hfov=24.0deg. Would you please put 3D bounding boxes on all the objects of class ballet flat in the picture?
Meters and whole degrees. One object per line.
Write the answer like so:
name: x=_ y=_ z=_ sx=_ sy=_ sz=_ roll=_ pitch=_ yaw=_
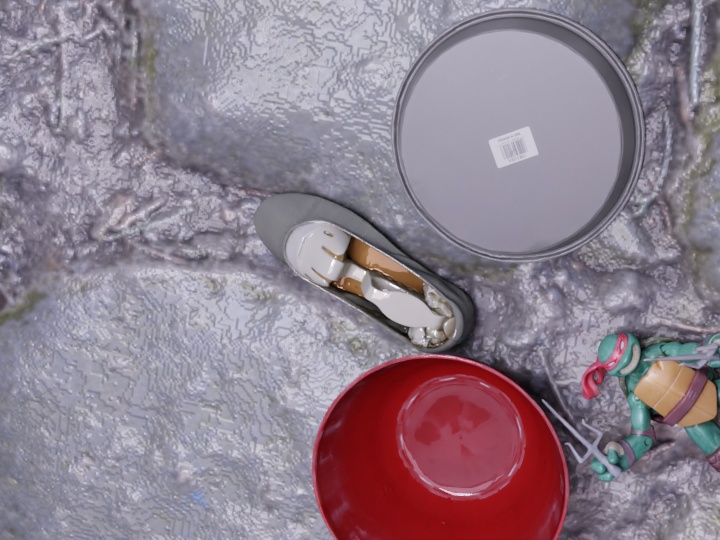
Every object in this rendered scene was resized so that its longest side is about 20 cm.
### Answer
ballet flat: x=0.000 y=0.000 z=1.340 sx=0.200 sy=0.064 sz=0.068 roll=30 pitch=107 yaw=5

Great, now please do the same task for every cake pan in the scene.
cake pan: x=0.118 y=-0.100 z=1.304 sx=0.199 sy=0.037 sz=0.201 roll=3 pitch=103 yaw=12

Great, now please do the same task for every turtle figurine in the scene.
turtle figurine: x=0.247 y=0.097 z=1.288 sx=0.199 sy=0.101 sz=0.150 roll=27 pitch=119 yaw=-9

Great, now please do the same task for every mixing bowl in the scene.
mixing bowl: x=0.072 y=0.147 z=1.333 sx=0.199 sy=0.108 sz=0.201 roll=3 pitch=105 yaw=13
